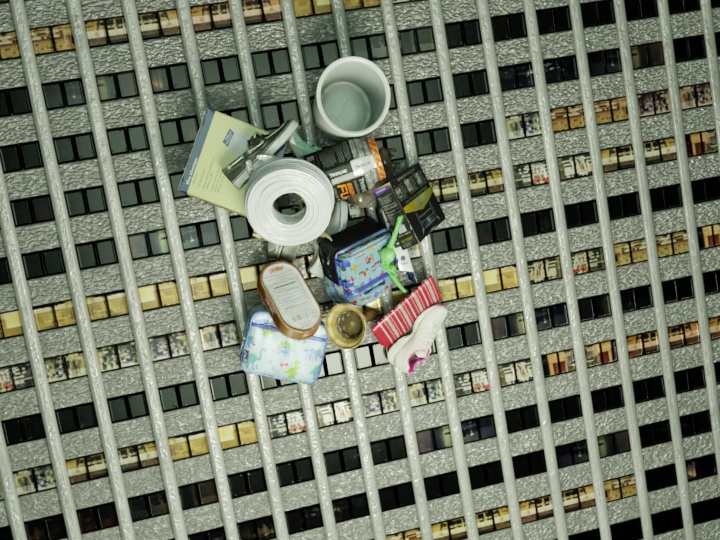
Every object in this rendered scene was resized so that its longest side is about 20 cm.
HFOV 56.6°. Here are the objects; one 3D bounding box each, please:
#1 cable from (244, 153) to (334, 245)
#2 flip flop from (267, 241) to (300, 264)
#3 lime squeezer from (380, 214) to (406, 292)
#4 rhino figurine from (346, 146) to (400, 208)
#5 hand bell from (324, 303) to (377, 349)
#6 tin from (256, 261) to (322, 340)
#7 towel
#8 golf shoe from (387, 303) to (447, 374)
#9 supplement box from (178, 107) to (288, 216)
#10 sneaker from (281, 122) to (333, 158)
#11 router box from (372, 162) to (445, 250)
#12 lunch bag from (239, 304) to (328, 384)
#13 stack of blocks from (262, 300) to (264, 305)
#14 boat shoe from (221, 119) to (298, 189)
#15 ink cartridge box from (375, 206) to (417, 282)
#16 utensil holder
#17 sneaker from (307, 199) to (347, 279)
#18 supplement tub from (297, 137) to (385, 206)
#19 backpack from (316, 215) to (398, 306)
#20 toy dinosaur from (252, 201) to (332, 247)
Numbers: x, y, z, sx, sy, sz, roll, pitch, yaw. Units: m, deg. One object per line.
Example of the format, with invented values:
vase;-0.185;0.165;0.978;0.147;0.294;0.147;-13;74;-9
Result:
cable;-0.154;-0.150;1.462;0.197;0.070;0.202;1;124;-6
flip flop;-0.190;-0.027;1.644;0.080;0.058;0.203;5;108;-4
lime squeezer;0.073;-0.023;1.536;0.037;0.071;0.203;10;123;26
rhino figurine;0.030;-0.234;1.651;0.087;0.060;0.200;41;70;2
hand bell;0.002;0.118;1.613;0.103;0.200;0.106;3;97;22
tin;-0.162;0.065;1.536;0.111;0.042;0.201;-15;63;-35
towel;0.114;0.105;1.661;0.200;0.145;0.023;-42;62;-4
golf shoe;0.159;0.176;1.679;0.201;0.091;0.075;-50;131;0
supplement box;-0.295;-0.242;1.571;0.197;0.134;0.203;20;90;-9
sneaker;-0.100;-0.296;1.618;0.118;0.074;0.201;-36;114;1
router box;0.122;-0.158;1.611;0.052;0.200;0.159;-22;99;32
lunch bag;-0.180;0.171;1.569;0.197;0.082;0.163;16;98;-13
stack of blocks;-0.208;0.132;1.627;0.113;0.059;0.203;-1;105;-8
boat shoe;-0.222;-0.271;1.478;0.200;0.071;0.064;-45;100;-3
ink cartridge box;0.087;-0.064;1.656;0.039;0.099;0.203;-18;95;-7
utensil holder;-0.027;-0.390;1.568;0.167;0.200;0.173;0;93;-7
sneaker;-0.081;-0.078;1.643;0.070;0.073;0.203;13;93;-16
supplement tub;-0.048;-0.228;1.542;0.197;0.123;0.124;-19;96;3
backpack;0.000;0.000;1.600;0.181;0.134;0.202;-25;126;-25
toy dinosaur;-0.153;-0.106;1.578;0.197;0.058;0.103;0;84;13
